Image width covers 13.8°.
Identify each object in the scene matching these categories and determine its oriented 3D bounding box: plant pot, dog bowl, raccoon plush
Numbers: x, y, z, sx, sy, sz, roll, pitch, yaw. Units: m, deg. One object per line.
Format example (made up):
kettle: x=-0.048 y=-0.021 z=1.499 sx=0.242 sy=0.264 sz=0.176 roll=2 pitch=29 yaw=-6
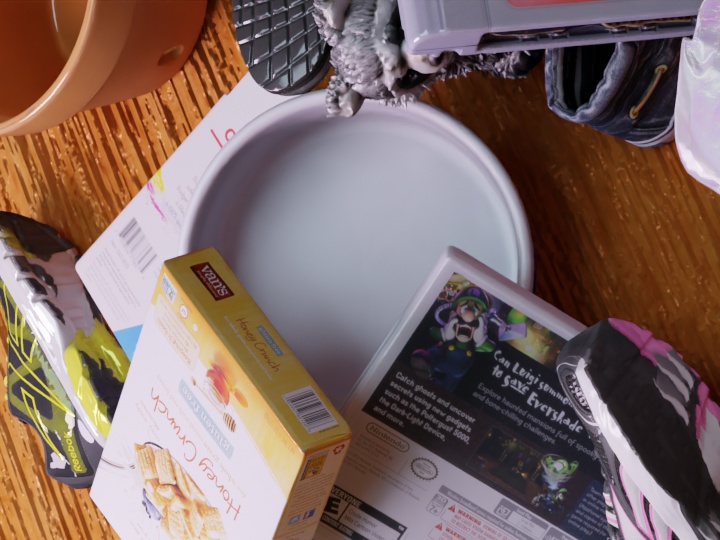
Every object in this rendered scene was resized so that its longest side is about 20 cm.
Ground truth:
plant pot: x=-0.190 y=-0.180 z=1.868 sx=0.199 sy=0.140 sz=0.202 roll=-1 pitch=88 yaw=38
dog bowl: x=0.000 y=0.000 z=1.675 sx=0.199 sy=0.079 sz=0.202 roll=0 pitch=87 yaw=7
raccoon plush: x=0.016 y=-0.135 z=1.659 sx=0.200 sy=0.133 sz=0.097 roll=0 pitch=108 yaw=71

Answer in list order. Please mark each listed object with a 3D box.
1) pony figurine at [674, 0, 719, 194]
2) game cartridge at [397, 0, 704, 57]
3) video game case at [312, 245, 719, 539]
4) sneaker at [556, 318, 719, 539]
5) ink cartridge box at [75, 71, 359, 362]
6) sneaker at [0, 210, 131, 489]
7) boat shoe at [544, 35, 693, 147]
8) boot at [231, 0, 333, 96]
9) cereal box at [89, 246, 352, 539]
pony figurine: x=0.233 y=-0.030 z=1.503 sx=0.165 sy=0.200 sz=0.194 roll=12 pitch=102 yaw=-5
game cartridge: x=0.113 y=-0.185 z=1.577 sx=0.041 sy=0.199 sz=0.134 roll=106 pitch=156 yaw=-66
video game case: x=0.083 y=0.110 z=1.620 sx=0.199 sy=0.023 sz=0.182 roll=31 pitch=109 yaw=-8
sneaker: x=0.157 y=0.126 z=1.572 sx=0.086 sy=0.080 sz=0.201 roll=-30 pitch=94 yaw=42
ink cartridge box: x=-0.070 y=-0.024 z=1.806 sx=0.200 sy=0.068 sz=0.115 roll=-46 pitch=61 yaw=24
sneaker: x=-0.204 y=0.051 z=1.898 sx=0.085 sy=0.074 sz=0.201 roll=-45 pitch=60 yaw=26
boat shoe: x=0.162 y=-0.169 z=1.628 sx=0.071 sy=0.091 sz=0.202 roll=15 pitch=94 yaw=38
boot: x=-0.016 y=-0.168 z=1.731 sx=0.067 sy=0.131 sz=0.201 roll=-17 pitch=57 yaw=22
cereal box: x=-0.080 y=0.106 z=1.624 sx=0.144 sy=0.039 sz=0.201 roll=51 pitch=141 yaw=28
